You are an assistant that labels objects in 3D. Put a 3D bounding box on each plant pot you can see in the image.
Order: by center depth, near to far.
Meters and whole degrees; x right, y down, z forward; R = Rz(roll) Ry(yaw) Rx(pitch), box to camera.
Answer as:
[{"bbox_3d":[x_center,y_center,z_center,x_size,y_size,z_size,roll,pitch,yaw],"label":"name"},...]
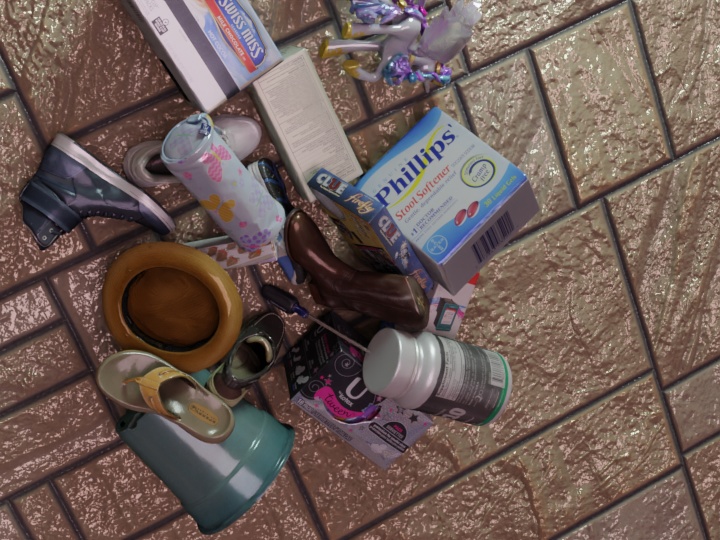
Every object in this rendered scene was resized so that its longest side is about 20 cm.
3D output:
[{"bbox_3d":[-0.232,0.238,1.659,0.196,0.200,0.200,44,88,-15],"label":"plant pot"}]

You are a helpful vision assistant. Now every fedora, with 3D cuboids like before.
[{"bbox_3d":[-0.252,0.044,1.590,0.199,0.082,0.202,3,107,9],"label":"fedora"}]

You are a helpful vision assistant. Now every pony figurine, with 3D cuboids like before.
[{"bbox_3d":[0.065,-0.341,1.636,0.198,0.167,0.194,8,134,-24],"label":"pony figurine"}]

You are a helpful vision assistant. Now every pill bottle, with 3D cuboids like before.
[{"bbox_3d":[0.109,0.150,1.656,0.199,0.113,0.114,18,98,-30],"label":"pill bottle"}]

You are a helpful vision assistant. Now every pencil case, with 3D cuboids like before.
[{"bbox_3d":[-0.181,-0.115,1.538,0.083,0.091,0.200,-16,134,25],"label":"pencil case"}]

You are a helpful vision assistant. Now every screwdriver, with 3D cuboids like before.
[{"bbox_3d":[-0.066,0.075,1.680,0.028,0.199,0.029,-22,139,-51],"label":"screwdriver"}]

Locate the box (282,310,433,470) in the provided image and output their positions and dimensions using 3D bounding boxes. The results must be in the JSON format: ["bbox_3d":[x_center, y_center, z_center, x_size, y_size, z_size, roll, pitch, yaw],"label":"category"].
[{"bbox_3d":[-0.003,0.179,1.733,0.200,0.132,0.115,39,104,-24],"label":"box"}]

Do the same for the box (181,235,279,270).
[{"bbox_3d":[-0.214,-0.021,1.633,0.198,0.041,0.039,-10,109,4],"label":"box"}]

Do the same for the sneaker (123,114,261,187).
[{"bbox_3d":[-0.224,-0.158,1.594,0.199,0.099,0.078,-23,108,-12],"label":"sneaker"}]

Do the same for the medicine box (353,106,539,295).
[{"bbox_3d":[0.121,-0.101,1.665,0.182,0.200,0.103,-45,149,-6],"label":"medicine box"}]

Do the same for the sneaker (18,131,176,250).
[{"bbox_3d":[-0.366,-0.070,1.573,0.202,0.077,0.147,34,80,-14],"label":"sneaker"}]

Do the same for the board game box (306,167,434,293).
[{"bbox_3d":[0.016,-0.049,1.633,0.035,0.135,0.200,-48,141,-11],"label":"board game box"}]

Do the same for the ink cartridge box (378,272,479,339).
[{"bbox_3d":[0.108,0.034,1.749,0.067,0.116,0.201,16,98,-29],"label":"ink cartridge box"}]

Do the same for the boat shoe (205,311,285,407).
[{"bbox_3d":[-0.149,0.120,1.652,0.073,0.200,0.065,43,127,-10],"label":"boat shoe"}]

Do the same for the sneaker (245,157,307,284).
[{"bbox_3d":[-0.131,-0.067,1.678,0.076,0.076,0.201,-16,115,15],"label":"sneaker"}]

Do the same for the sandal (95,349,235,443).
[{"bbox_3d":[-0.255,0.166,1.540,0.199,0.054,0.081,29,73,-7],"label":"sandal"}]

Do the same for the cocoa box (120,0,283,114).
[{"bbox_3d":[-0.217,-0.331,1.533,0.131,0.133,0.201,-36,113,-8],"label":"cocoa box"}]

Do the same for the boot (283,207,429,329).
[{"bbox_3d":[0.000,0.000,1.614,0.064,0.199,0.187,-53,138,-27],"label":"boot"}]

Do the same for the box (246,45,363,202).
[{"bbox_3d":[-0.084,-0.208,1.642,0.094,0.078,0.201,-28,112,-10],"label":"box"}]
